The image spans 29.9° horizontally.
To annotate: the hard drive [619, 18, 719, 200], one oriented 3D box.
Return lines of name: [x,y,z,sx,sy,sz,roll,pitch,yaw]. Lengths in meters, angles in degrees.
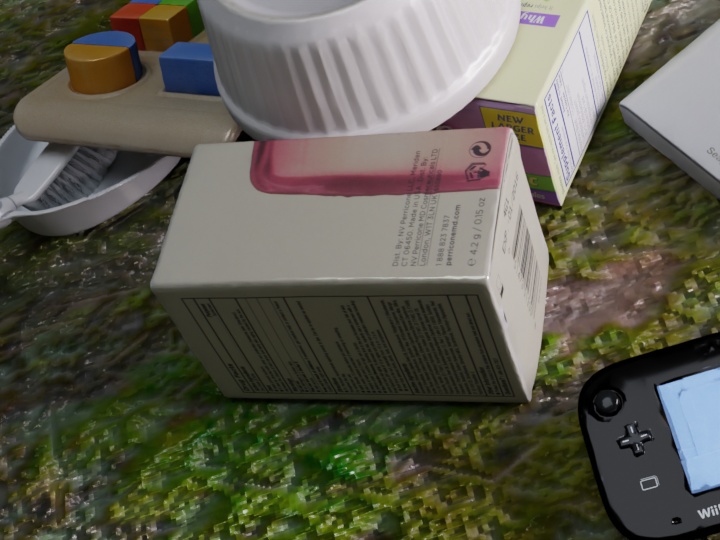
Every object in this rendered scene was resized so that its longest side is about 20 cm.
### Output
hard drive: [0.278,-0.127,0.833,0.200,0.027,0.132,-40,52,-3]

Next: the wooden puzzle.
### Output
wooden puzzle: [-0.128,-0.158,0.974,0.184,0.047,0.200,8,40,25]

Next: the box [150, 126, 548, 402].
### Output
box: [0.000,0.000,0.789,0.198,0.128,0.110,0,55,19]

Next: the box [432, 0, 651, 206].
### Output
box: [0.081,-0.162,0.899,0.175,0.097,0.201,12,59,27]

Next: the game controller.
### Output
game controller: [0.218,0.076,0.708,0.198,0.042,0.105,-18,51,8]

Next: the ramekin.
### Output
ramekin: [-0.008,-0.175,0.817,0.200,0.094,0.204,-10,52,13]

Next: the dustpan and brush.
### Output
dustpan and brush: [-0.231,-0.054,0.957,0.139,0.057,0.201,22,65,32]
